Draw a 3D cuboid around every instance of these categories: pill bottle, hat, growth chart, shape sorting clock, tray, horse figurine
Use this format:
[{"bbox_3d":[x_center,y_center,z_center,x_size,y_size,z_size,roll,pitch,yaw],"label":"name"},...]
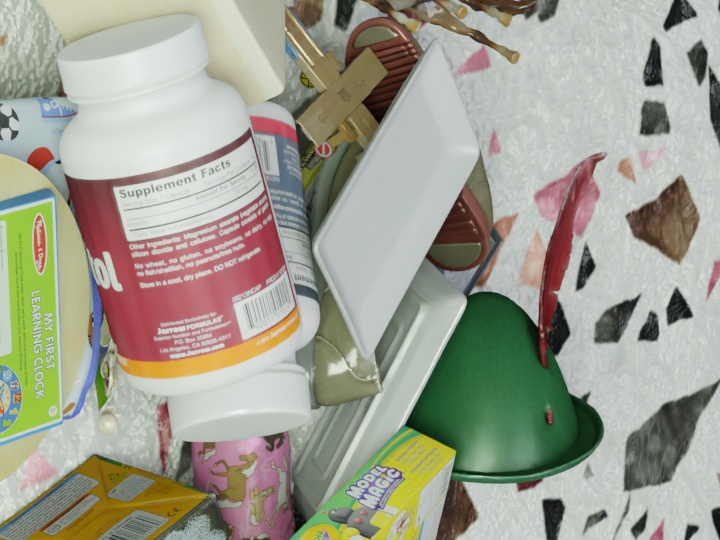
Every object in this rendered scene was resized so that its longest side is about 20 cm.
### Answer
[{"bbox_3d":[-0.108,-0.039,1.417,0.113,0.113,0.201,-29,113,-38],"label":"pill bottle"},{"bbox_3d":[0.092,0.029,1.728,0.200,0.164,0.177,-83,173,-70],"label":"hat"},{"bbox_3d":[-0.159,-0.014,1.538,0.018,0.145,0.201,0,105,-10],"label":"growth chart"},{"bbox_3d":[-0.225,0.033,1.367,0.199,0.039,0.201,-18,115,-44],"label":"shape sorting clock"},{"bbox_3d":[0.020,-0.049,1.617,0.201,0.022,0.108,-60,141,-35],"label":"tray"},{"bbox_3d":[0.040,-0.198,1.716,0.199,0.132,0.050,5,117,-54],"label":"horse figurine"},{"bbox_3d":[0.005,0.089,1.707,0.022,0.107,0.201,24,98,-22],"label":"tray"},{"bbox_3d":[-0.088,0.002,1.565,0.119,0.119,0.201,7,70,-47],"label":"pill bottle"}]

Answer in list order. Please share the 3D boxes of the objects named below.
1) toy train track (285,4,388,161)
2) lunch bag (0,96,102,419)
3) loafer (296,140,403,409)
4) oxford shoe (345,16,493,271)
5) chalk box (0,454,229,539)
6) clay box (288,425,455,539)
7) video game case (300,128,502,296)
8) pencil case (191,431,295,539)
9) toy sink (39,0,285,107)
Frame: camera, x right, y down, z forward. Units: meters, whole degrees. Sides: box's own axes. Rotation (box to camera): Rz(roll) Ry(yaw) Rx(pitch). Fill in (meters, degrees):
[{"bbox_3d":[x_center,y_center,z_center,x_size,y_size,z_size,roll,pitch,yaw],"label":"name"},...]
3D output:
[{"bbox_3d":[-0.047,-0.143,1.641,0.200,0.032,0.115,52,38,-9],"label":"toy train track"},{"bbox_3d":[-0.245,0.002,1.447,0.169,0.123,0.202,-9,96,-43],"label":"lunch bag"},{"bbox_3d":[0.000,0.000,1.671,0.075,0.069,0.201,64,33,-73],"label":"loafer"},{"bbox_3d":[0.042,-0.099,1.743,0.075,0.070,0.201,-67,142,-54],"label":"oxford shoe"},{"bbox_3d":[-0.150,0.245,1.604,0.125,0.123,0.201,-36,124,-36],"label":"chalk box"},{"bbox_3d":[-0.012,0.200,1.608,0.200,0.047,0.115,-39,148,-48],"label":"clay box"},{"bbox_3d":[0.010,-0.013,1.779,0.181,0.025,0.200,-57,133,-20],"label":"video game case"},{"bbox_3d":[-0.081,0.134,1.677,0.086,0.082,0.201,-22,114,-49],"label":"pencil case"},{"bbox_3d":[-0.123,-0.195,1.514,0.201,0.111,0.131,-93,158,-49],"label":"toy sink"}]
